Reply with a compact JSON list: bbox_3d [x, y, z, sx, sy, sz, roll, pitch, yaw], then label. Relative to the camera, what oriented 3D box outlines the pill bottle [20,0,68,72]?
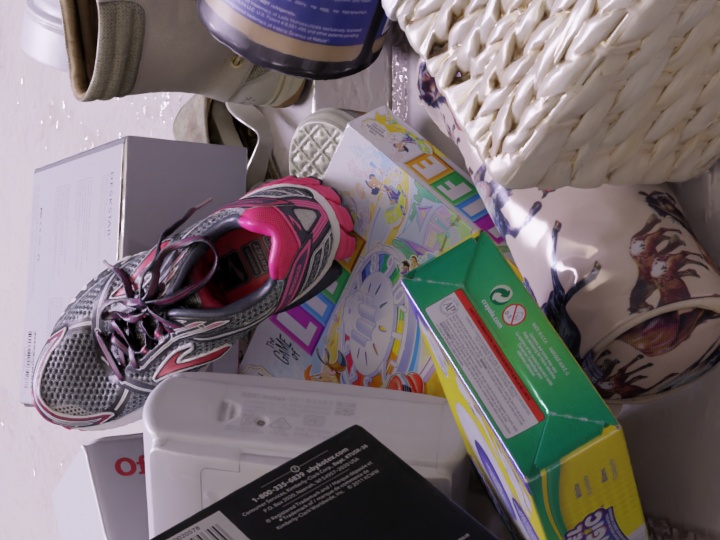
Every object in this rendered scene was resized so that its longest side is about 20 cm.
[{"bbox_3d":[-0.177,-0.244,1.163,0.113,0.112,0.202,44,128,49],"label":"pill bottle"}]

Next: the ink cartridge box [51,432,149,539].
[{"bbox_3d":[-0.093,0.204,1.024,0.084,0.144,0.202,-49,51,49],"label":"ink cartridge box"}]

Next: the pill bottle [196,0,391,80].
[{"bbox_3d":[-0.013,-0.213,0.893,0.112,0.111,0.201,55,136,41],"label":"pill bottle"}]

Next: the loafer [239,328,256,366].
[{"bbox_3d":[-0.078,0.033,1.064,0.201,0.062,0.072,59,138,39],"label":"loafer"}]

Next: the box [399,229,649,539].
[{"bbox_3d":[0.080,0.086,0.732,0.118,0.048,0.201,59,177,38],"label":"box"}]

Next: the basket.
[{"bbox_3d":[0.117,-0.134,0.661,0.200,0.134,0.124,-54,50,46],"label":"basket"}]

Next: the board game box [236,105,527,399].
[{"bbox_3d":[0.016,0.033,0.884,0.134,0.034,0.201,41,131,18],"label":"board game box"}]

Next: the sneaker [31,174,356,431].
[{"bbox_3d":[-0.098,0.016,0.856,0.199,0.075,0.081,-36,85,22],"label":"sneaker"}]

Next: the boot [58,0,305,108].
[{"bbox_3d":[-0.101,-0.198,0.998,0.072,0.153,0.202,24,113,56],"label":"boot"}]

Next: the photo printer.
[{"bbox_3d":[-0.029,0.151,0.878,0.070,0.164,0.202,-80,-7,-53],"label":"photo printer"}]

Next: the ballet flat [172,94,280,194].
[{"bbox_3d":[-0.070,-0.049,1.048,0.063,0.067,0.201,-55,47,32],"label":"ballet flat"}]

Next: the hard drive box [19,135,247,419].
[{"bbox_3d":[-0.142,0.009,1.014,0.200,0.076,0.158,176,97,-65],"label":"hard drive box"}]

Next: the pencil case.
[{"bbox_3d":[0.092,-0.032,0.761,0.089,0.078,0.201,-40,56,23],"label":"pencil case"}]

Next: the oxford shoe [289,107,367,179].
[{"bbox_3d":[0.000,0.000,0.946,0.075,0.058,0.202,10,117,28],"label":"oxford shoe"}]

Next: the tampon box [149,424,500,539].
[{"bbox_3d":[-0.018,0.205,0.755,0.126,0.149,0.202,36,137,36],"label":"tampon box"}]
